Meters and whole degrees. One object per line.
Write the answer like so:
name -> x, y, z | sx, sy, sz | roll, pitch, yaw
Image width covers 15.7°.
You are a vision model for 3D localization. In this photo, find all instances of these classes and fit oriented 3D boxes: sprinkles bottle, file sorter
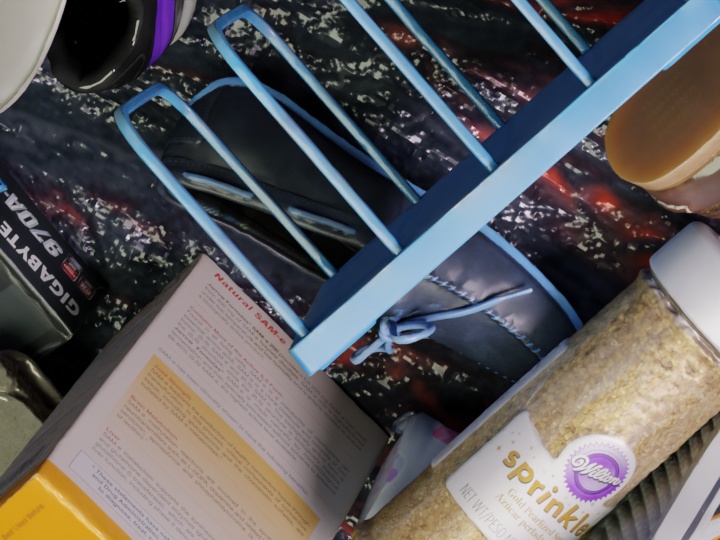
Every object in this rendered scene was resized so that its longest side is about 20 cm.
sprinkles bottle -> 0.088, 0.069, 1.080 | 0.200, 0.068, 0.068 | -43, 98, 11
file sorter -> 0.022, -0.082, 0.990 | 0.200, 0.139, 0.123 | -41, 95, 10

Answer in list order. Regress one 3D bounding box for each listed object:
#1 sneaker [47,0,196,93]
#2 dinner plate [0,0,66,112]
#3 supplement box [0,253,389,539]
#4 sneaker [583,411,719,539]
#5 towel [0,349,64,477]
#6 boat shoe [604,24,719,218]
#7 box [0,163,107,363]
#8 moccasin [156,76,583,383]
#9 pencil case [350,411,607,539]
sneaker -> -0.113, -0.162, 1.060 | 0.069, 0.100, 0.201 | 1, 120, 19
dinner plate -> -0.160, -0.161, 1.047 | 0.200, 0.024, 0.201 | 5, 96, 58
supplement box -> -0.080, 0.098, 1.141 | 0.126, 0.200, 0.073 | 46, 122, -7
sneaker -> 0.134, 0.127, 1.079 | 0.079, 0.200, 0.078 | 47, 157, -11
towel -> -0.176, 0.112, 1.259 | 0.132, 0.035, 0.200 | -10, 133, 21
boat shoe -> 0.185, -0.092, 1.005 | 0.070, 0.071, 0.200 | 24, 130, -40
box -> -0.240, 0.003, 1.246 | 0.200, 0.046, 0.159 | -30, 105, 34
moccasin -> 0.000, 0.000, 1.121 | 0.199, 0.068, 0.081 | 32, 150, 4
pencil case -> 0.090, 0.141, 1.168 | 0.199, 0.083, 0.091 | 25, 161, 7
